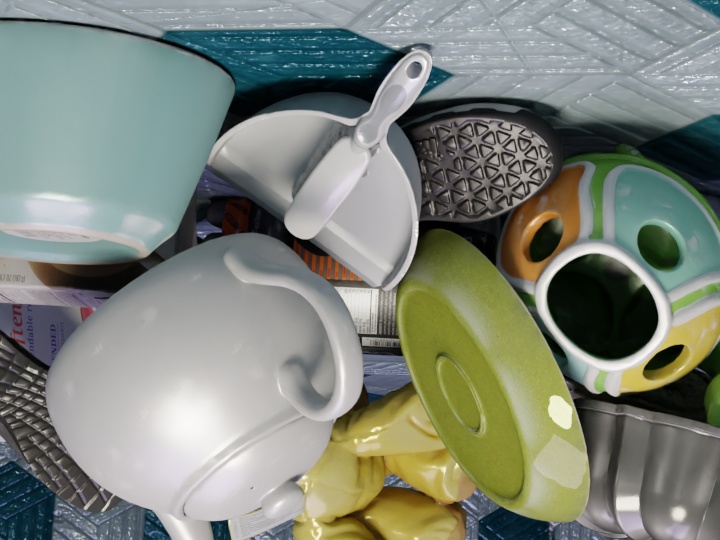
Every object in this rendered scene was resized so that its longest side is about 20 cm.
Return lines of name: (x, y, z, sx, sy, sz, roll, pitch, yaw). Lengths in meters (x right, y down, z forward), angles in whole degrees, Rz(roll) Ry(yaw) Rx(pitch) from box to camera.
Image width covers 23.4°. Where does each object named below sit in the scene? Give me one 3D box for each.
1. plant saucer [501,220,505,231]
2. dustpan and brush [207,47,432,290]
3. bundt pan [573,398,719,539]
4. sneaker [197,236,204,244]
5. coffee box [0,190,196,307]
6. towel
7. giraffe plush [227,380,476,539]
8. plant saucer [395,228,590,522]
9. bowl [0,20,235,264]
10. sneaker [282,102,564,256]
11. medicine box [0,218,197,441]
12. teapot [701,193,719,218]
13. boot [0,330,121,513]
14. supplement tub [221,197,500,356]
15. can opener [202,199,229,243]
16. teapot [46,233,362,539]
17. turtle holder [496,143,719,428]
plant saucer: (0.035, -0.034, 1.374, 0.199, 0.019, 0.070, 6, 170, -13)
dustpan and brush: (-0.004, -0.069, 0.999, 0.139, 0.057, 0.200, 35, 131, -4)
bundt pan: (0.212, 0.143, 1.088, 0.201, 0.076, 0.202, 15, 171, 2)
sneaker: (-0.134, 0.006, 1.397, 0.079, 0.074, 0.200, -5, -152, -39)
coffee box: (-0.213, -0.037, 1.151, 0.199, 0.114, 0.080, 4, 171, 3)
towel: (0.145, 0.084, 1.199, 0.199, 0.037, 0.148, 12, 161, 10)
giraffe plush: (-0.030, 0.127, 1.254, 0.199, 0.174, 0.162, 0, -157, -27)
plant saucer: (0.073, 0.072, 1.079, 0.031, 0.201, 0.200, -25, 179, -17)
bowl: (-0.175, -0.064, 1.002, 0.199, 0.106, 0.201, 3, 171, 1)
sneaker: (0.037, -0.070, 1.079, 0.199, 0.072, 0.083, -13, -157, 31)
medicine box: (-0.226, 0.038, 1.344, 0.199, 0.183, 0.103, -4, 179, 36)
teapot: (0.196, 0.024, 1.280, 0.197, 0.147, 0.200, -5, 167, 39)
boot: (-0.247, 0.082, 1.243, 0.200, 0.070, 0.132, 51, 168, -23)
supplement tub: (0.000, 0.000, 1.269, 0.199, 0.123, 0.123, 4, 171, 2)
can opener: (-0.081, -0.013, 1.426, 0.066, 0.053, 0.200, 1, 170, 19)
teapot: (-0.082, 0.082, 1.055, 0.197, 0.146, 0.200, -37, 163, 1)
turtle holder: (0.160, 0.023, 1.051, 0.140, 0.186, 0.132, -18, -171, 17)
